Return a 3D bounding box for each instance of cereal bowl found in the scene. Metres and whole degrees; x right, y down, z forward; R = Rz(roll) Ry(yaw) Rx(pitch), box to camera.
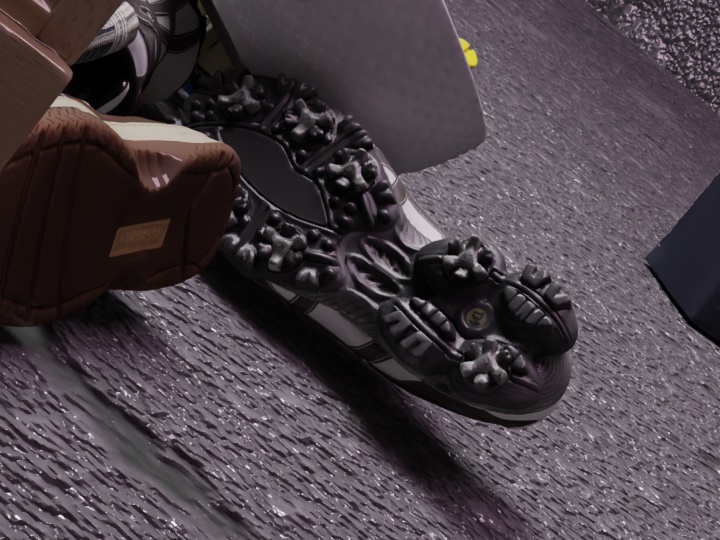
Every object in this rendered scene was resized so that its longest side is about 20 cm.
[{"bbox_3d":[-0.026,-0.126,1.141,0.201,0.083,0.200,63,-3,5],"label":"cereal bowl"}]

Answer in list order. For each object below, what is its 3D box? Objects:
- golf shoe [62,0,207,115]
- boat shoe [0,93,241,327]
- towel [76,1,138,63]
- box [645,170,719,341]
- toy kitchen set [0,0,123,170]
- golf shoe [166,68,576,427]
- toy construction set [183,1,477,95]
[{"bbox_3d":[-0.115,-0.097,1.097,0.077,0.095,0.200,5,-18,10],"label":"golf shoe"},{"bbox_3d":[-0.113,-0.026,0.861,0.075,0.075,0.202,23,5,18],"label":"boat shoe"},{"bbox_3d":[-0.182,-0.114,0.889,0.199,0.035,0.193,21,12,5],"label":"towel"},{"bbox_3d":[0.333,-0.006,1.788,0.200,0.182,0.104,33,14,-23],"label":"box"},{"bbox_3d":[-0.153,-0.079,0.590,0.163,0.200,0.181,37,13,-15],"label":"toy kitchen set"},{"bbox_3d":[0.000,0.000,1.067,0.200,0.078,0.095,41,-12,21],"label":"golf shoe"},{"bbox_3d":[-0.034,-0.111,1.300,0.199,0.092,0.131,28,39,-14],"label":"toy construction set"}]
